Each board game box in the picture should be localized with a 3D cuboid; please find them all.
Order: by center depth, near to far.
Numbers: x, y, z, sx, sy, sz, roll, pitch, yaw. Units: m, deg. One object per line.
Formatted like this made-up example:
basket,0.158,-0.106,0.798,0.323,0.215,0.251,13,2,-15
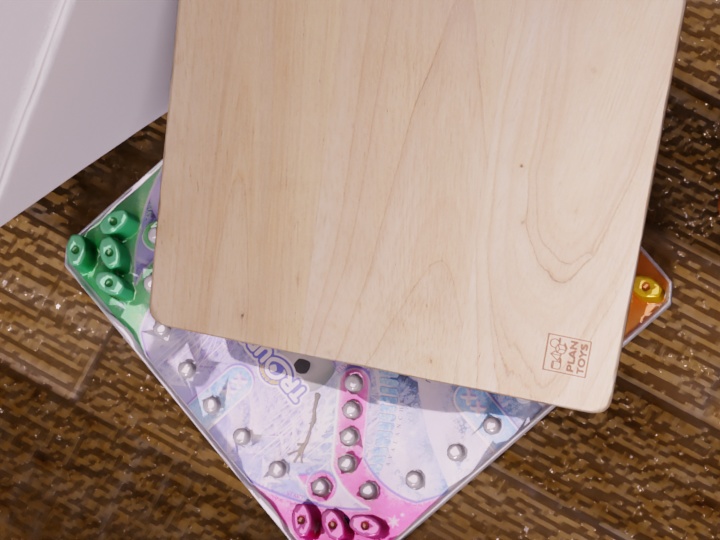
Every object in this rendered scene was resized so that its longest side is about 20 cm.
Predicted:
board game box,0.000,0.000,1.319,0.200,0.026,0.200,-41,78,1

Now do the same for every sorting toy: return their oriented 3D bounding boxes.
sorting toy,0.024,-0.062,1.239,0.198,0.070,0.201,11,118,6

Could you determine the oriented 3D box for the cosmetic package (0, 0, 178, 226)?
cosmetic package,-0.164,-0.159,1.268,0.200,0.167,0.167,36,130,13
